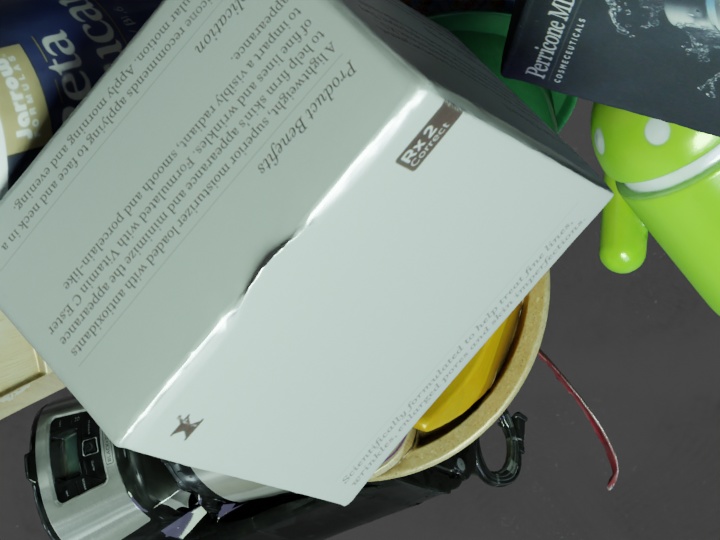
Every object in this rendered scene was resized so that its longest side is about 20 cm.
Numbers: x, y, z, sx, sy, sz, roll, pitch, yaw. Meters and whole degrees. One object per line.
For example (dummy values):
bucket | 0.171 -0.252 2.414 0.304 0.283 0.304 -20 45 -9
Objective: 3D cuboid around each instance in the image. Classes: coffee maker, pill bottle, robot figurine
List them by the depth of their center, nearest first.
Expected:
pill bottle | -0.162 -0.065 1.265 0.199 0.111 0.111 -19 142 -39
robot figurine | 0.200 -0.053 1.494 0.175 0.116 0.200 -11 126 50
coffee maker | -0.048 0.103 1.532 0.199 0.135 0.192 -25 127 33

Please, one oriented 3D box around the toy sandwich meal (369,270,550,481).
toy sandwich meal | 0.000 0.000 1.375 0.205 0.206 0.070 -29 161 10

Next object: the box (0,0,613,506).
box | -0.028 -0.021 1.244 0.199 0.131 0.200 -49 151 10

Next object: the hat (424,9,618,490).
hat | 0.069 -0.012 1.446 0.199 0.177 0.166 6 140 -36

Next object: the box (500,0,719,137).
box | 0.186 -0.159 1.327 0.199 0.118 0.197 16 150 -1

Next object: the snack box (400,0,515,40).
snack box | -0.005 -0.117 1.450 0.199 0.024 0.072 -24 134 5

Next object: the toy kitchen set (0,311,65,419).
toy kitchen set | -0.197 -0.036 1.434 0.200 0.180 0.164 -27 114 -38
